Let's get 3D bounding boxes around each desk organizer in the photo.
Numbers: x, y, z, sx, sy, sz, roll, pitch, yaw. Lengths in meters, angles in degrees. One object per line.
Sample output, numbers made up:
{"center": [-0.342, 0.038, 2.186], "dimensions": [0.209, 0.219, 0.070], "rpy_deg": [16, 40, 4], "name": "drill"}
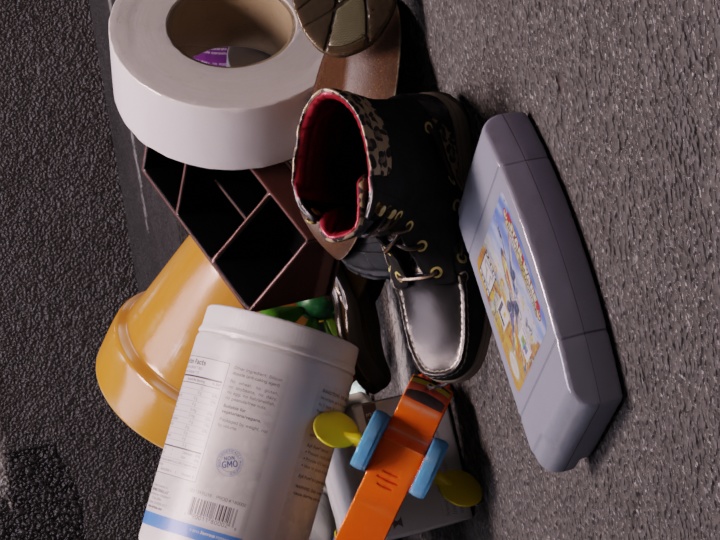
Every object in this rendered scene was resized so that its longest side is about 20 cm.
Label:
{"center": [-0.098, -0.057, 1.710], "dimensions": [0.200, 0.077, 0.072], "rpy_deg": [51, 141, 38], "name": "desk organizer"}

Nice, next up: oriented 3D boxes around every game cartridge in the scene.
{"center": [0.108, 0.011, 1.300], "dimensions": [0.133, 0.041, 0.200], "rpy_deg": [94, 161, -65], "name": "game cartridge"}

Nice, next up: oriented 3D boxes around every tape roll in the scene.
{"center": [-0.104, -0.176, 1.716], "dimensions": [0.071, 0.202, 0.203], "rpy_deg": [92, 162, -47], "name": "tape roll"}

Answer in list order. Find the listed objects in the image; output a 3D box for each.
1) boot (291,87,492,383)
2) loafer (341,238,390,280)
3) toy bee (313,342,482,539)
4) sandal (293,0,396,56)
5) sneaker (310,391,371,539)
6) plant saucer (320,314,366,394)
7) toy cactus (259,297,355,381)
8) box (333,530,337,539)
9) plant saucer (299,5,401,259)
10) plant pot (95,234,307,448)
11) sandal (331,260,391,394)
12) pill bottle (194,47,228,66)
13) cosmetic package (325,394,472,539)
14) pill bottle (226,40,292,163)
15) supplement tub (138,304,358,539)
{"center": [0.022, -0.026, 1.380], "dimensions": [0.150, 0.073, 0.201], "rpy_deg": [4, -98, -59], "name": "boot"}
{"center": [0.033, -0.026, 1.549], "dimensions": [0.201, 0.068, 0.071], "rpy_deg": [-157, 64, -70], "name": "loafer"}
{"center": [0.044, 0.128, 1.593], "dimensions": [0.131, 0.200, 0.109], "rpy_deg": [45, -160, -3], "name": "toy bee"}
{"center": [-0.021, -0.243, 1.537], "dimensions": [0.055, 0.082, 0.200], "rpy_deg": [61, -170, -65], "name": "sandal"}
{"center": [-0.031, 0.174, 1.871], "dimensions": [0.075, 0.100, 0.200], "rpy_deg": [49, -156, -23], "name": "sneaker"}
{"center": [-0.026, 0.141, 2.044], "dimensions": [0.200, 0.036, 0.201], "rpy_deg": [168, 90, -78], "name": "plant saucer"}
{"center": [-0.040, 0.007, 1.818], "dimensions": [0.200, 0.102, 0.165], "rpy_deg": [35, -120, -54], "name": "toy cactus"}
{"center": [-0.009, 0.297, 1.913], "dimensions": [0.070, 0.064, 0.200], "rpy_deg": [-44, 42, 43], "name": "box"}
{"center": [-0.013, -0.109, 1.579], "dimensions": [0.200, 0.037, 0.201], "rpy_deg": [-170, 90, -79], "name": "plant saucer"}
{"center": [-0.124, 0.049, 1.961], "dimensions": [0.183, 0.200, 0.200], "rpy_deg": [-63, 32, 31], "name": "plant pot"}
{"center": [0.000, 0.000, 1.728], "dimensions": [0.082, 0.054, 0.200], "rpy_deg": [18, -124, -69], "name": "sandal"}
{"center": [-0.127, -0.235, 1.976], "dimensions": [0.113, 0.112, 0.200], "rpy_deg": [-113, 17, -45], "name": "pill bottle"}
{"center": [0.023, 0.162, 1.731], "dimensions": [0.200, 0.081, 0.113], "rpy_deg": [154, 104, -77], "name": "cosmetic package"}
{"center": [-0.076, -0.119, 1.850], "dimensions": [0.200, 0.111, 0.112], "rpy_deg": [94, 161, -50], "name": "pill bottle"}
{"center": [-0.087, 0.139, 1.648], "dimensions": [0.132, 0.132, 0.200], "rpy_deg": [158, 129, -78], "name": "supplement tub"}
